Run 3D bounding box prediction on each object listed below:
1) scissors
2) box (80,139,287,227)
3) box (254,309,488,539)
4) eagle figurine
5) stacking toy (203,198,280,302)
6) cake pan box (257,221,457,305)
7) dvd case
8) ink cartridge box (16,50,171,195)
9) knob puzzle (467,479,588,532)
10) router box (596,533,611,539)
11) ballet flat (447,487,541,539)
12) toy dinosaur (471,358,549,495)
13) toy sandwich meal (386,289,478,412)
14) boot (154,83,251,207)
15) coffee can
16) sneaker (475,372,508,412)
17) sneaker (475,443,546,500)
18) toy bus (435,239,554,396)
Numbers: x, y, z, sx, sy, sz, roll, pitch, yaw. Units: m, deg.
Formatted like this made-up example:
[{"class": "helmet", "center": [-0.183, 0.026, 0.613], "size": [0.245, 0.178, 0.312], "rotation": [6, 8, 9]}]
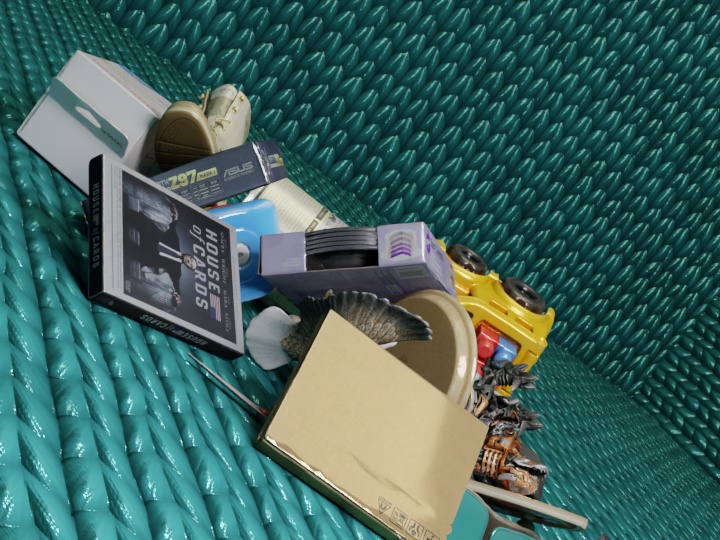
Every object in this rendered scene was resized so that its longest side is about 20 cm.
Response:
[{"class": "scissors", "center": [-0.081, 0.142, 1.241], "size": [0.200, 0.014, 0.073], "rotation": [39, 9, -13]}, {"class": "box", "center": [-0.186, -0.089, 1.449], "size": [0.158, 0.199, 0.051], "rotation": [-59, 130, -82]}, {"class": "box", "center": [0.017, 0.152, 1.235], "size": [0.200, 0.021, 0.164], "rotation": [37, 49, -11]}, {"class": "eagle figurine", "center": [-0.013, 0.086, 1.372], "size": [0.152, 0.151, 0.200], "rotation": [47, -4, -23]}, {"class": "stacking toy", "center": [-0.180, -0.033, 1.551], "size": [0.116, 0.110, 0.200], "rotation": [-14, 16, -27]}, {"class": "cake pan box", "center": [0.000, 0.000, 1.474], "size": [0.200, 0.184, 0.052], "rotation": [43, 43, -69]}, {"class": "dvd case", "center": [-0.188, -0.009, 1.308], "size": [0.200, 0.025, 0.151], "rotation": [29, 46, -48]}, {"class": "ink cartridge box", "center": [-0.304, -0.169, 1.600], "size": [0.128, 0.125, 0.200], "rotation": [39, 8, 6]}, {"class": "knob puzzle", "center": [0.146, 0.251, 1.395], "size": [0.219, 0.031, 0.220], "rotation": [17, -13, 4]}, {"class": "router box", "center": [0.332, 0.397, 1.538], "size": [0.157, 0.052, 0.200], "rotation": [39, 7, 2]}, {"class": "ballet flat", "center": [0.107, 0.260, 1.328], "size": [0.200, 0.068, 0.062], "rotation": [38, -21, -33]}, {"class": "toy dinosaur", "center": [0.128, 0.165, 1.460], "size": [0.200, 0.136, 0.102], "rotation": [43, -26, 19]}, {"class": "toy sandwich meal", "center": [0.064, 0.115, 1.449], "size": [0.070, 0.205, 0.205], "rotation": [22, 16, -39]}, {"class": "boot", "center": [-0.183, -0.169, 1.596], "size": [0.072, 0.155, 0.200], "rotation": [8, -34, 11]}, {"class": "coffee can", "center": [-0.075, -0.013, 1.679], "size": [0.200, 0.146, 0.146], "rotation": [38, 8, -3]}, {"class": "sneaker", "center": [0.103, 0.127, 1.578], "size": [0.200, 0.074, 0.088], "rotation": [51, -2, 5]}, {"class": "sneaker", "center": [0.155, 0.224, 1.672], "size": [0.200, 0.076, 0.091], "rotation": [35, 15, -6]}, {"class": "toy bus", "center": [0.137, 0.076, 1.693], "size": [0.200, 0.136, 0.192], "rotation": [33, 21, -3]}]
